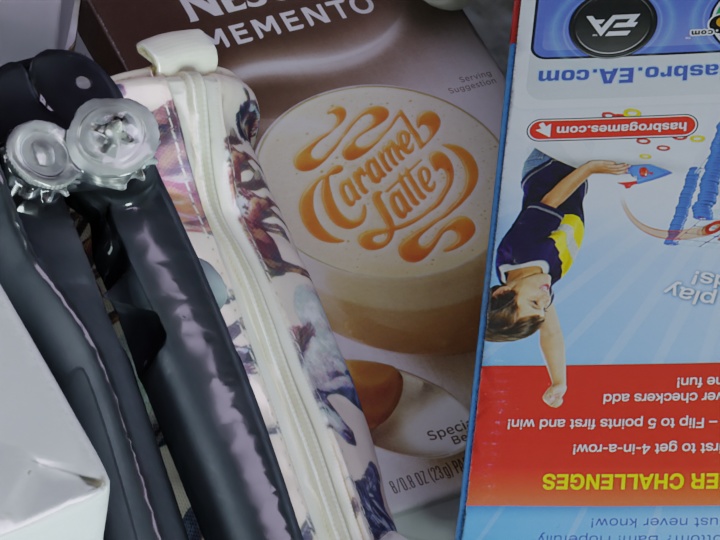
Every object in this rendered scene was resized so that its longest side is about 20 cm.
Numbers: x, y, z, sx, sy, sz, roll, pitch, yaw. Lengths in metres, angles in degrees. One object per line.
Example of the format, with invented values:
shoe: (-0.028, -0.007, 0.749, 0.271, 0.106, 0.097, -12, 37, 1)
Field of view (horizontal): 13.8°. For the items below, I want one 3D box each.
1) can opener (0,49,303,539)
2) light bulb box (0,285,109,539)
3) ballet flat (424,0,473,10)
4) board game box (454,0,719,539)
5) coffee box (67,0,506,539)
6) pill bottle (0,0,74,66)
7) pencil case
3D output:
can opener: (-0.050, 0.033, 0.704, 0.063, 0.079, 0.200, -17, 61, -25)
light bulb box: (-0.161, 0.057, 0.729, 0.124, 0.200, 0.199, -19, 58, -23)
ballet flat: (0.052, -0.088, 0.873, 0.200, 0.070, 0.069, 43, 57, 18)
board game box: (0.129, 0.015, 0.698, 0.199, 0.056, 0.196, -1, 54, 14)
coffee box: (0.000, 0.000, 0.882, 0.114, 0.080, 0.200, -16, 57, -24)
pill bottle: (-0.185, -0.117, 0.917, 0.199, 0.111, 0.111, 9, 51, -4)
pencil case: (-0.034, 0.039, 0.765, 0.078, 0.089, 0.201, 5, 53, -42)
